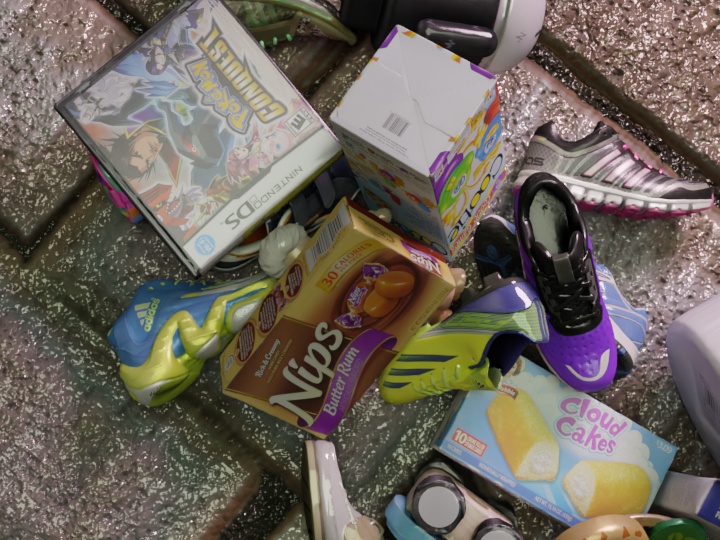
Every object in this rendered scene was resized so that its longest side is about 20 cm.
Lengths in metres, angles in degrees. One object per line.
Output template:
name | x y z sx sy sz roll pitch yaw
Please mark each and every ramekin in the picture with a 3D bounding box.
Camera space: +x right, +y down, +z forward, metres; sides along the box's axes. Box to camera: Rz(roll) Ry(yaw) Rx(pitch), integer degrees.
ramekin | 0.359 0.110 0.875 0.097 0.200 0.203 -24 83 1

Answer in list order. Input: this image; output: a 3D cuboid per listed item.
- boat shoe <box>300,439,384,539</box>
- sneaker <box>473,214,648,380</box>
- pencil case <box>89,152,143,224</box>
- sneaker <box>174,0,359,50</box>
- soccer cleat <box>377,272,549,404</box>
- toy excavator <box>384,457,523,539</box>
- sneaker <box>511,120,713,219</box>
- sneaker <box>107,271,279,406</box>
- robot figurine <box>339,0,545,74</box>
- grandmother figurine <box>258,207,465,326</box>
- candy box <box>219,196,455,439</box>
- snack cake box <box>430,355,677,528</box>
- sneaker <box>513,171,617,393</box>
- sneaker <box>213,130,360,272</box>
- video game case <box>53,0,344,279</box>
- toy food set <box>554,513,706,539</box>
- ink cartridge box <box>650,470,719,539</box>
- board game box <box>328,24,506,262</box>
boat shoe | -0.011 0.251 0.891 0.067 0.075 0.203 -10 90 -9
sneaker | 0.193 0.017 0.946 0.200 0.076 0.077 44 55 5
pencil case | -0.156 -0.123 0.927 0.198 0.088 0.089 -30 84 -5
sneaker | -0.100 -0.247 0.973 0.197 0.077 0.090 17 112 -3
soccer cleat | 0.086 0.081 0.870 0.064 0.200 0.085 0 58 -45
toy excavator | 0.081 0.304 0.885 0.193 0.100 0.201 36 94 3
sneaker | 0.252 -0.102 0.957 0.197 0.074 0.089 8 87 2
sneaker | -0.150 0.031 0.912 0.199 0.076 0.105 -36 74 -19
robot figurine | 0.081 -0.263 0.941 0.197 0.125 0.153 10 79 -8
grandmother figurine | 0.000 0.000 0.899 0.198 0.060 0.123 14 87 -23
candy box | -0.024 0.047 0.859 0.116 0.057 0.201 29 112 -27
snack cake box | 0.179 0.166 0.915 0.198 0.067 0.116 30 81 1
sneaker | 0.175 0.009 0.848 0.069 0.100 0.203 -16 83 6
sneaker | -0.068 -0.070 0.931 0.199 0.079 0.079 -39 85 -10
video game case | -0.142 -0.126 0.876 0.180 0.026 0.201 -40 88 -7
toy food set | 0.235 0.298 0.864 0.195 0.049 0.202 9 112 -14
ink cartridge box | 0.367 0.235 0.850 0.198 0.200 0.041 26 80 1
board game box | 0.059 -0.106 0.872 0.104 0.200 0.104 32 80 19
